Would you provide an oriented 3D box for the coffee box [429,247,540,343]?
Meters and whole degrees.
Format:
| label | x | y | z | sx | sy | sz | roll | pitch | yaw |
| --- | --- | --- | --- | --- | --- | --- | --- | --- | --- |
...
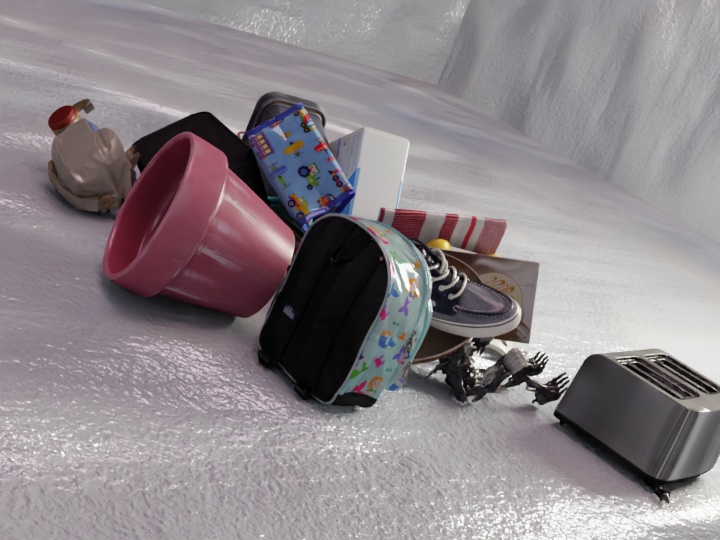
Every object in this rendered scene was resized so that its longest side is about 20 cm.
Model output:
| label | x | y | z | sx | sy | sz | roll | pitch | yaw |
| --- | --- | --- | --- | --- | --- | --- | --- | --- | --- |
| coffee box | 0.138 | 0.031 | 1.571 | 0.198 | 0.115 | 0.080 | 9 | 0 | 0 |

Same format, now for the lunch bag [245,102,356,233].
| label | x | y | z | sx | sy | sz | roll | pitch | yaw |
| --- | --- | --- | --- | --- | --- | --- | --- | --- | --- |
| lunch bag | -0.092 | -0.126 | 1.634 | 0.151 | 0.094 | 0.200 | 59 | -12 | 6 |

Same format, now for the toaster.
| label | x | y | z | sx | sy | sz | roll | pitch | yaw |
| --- | --- | --- | --- | --- | --- | --- | --- | --- | --- |
| toaster | 0.381 | 0.189 | 1.480 | 0.200 | 0.119 | 0.180 | 35 | 22 | 36 |

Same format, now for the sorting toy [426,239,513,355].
| label | x | y | z | sx | sy | sz | roll | pitch | yaw |
| --- | --- | --- | --- | --- | --- | --- | --- | --- | --- |
| sorting toy | 0.158 | 0.059 | 1.687 | 0.199 | 0.107 | 0.181 | 14 | 37 | -24 |

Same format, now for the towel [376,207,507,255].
| label | x | y | z | sx | sy | sz | roll | pitch | yaw |
| --- | --- | --- | --- | --- | --- | --- | --- | --- | --- |
| towel | 0.112 | -0.032 | 1.740 | 0.198 | 0.145 | 0.023 | 5 | 45 | -12 |

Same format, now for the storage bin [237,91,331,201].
| label | x | y | z | sx | sy | sz | roll | pitch | yaw |
| --- | --- | --- | --- | --- | --- | --- | --- | --- | --- |
| storage bin | -0.131 | -0.165 | 1.827 | 0.145 | 0.201 | 0.135 | 12 | 28 | -26 |

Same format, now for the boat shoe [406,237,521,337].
| label | x | y | z | sx | sy | sz | roll | pitch | yaw |
| --- | --- | --- | --- | --- | --- | --- | --- | --- | --- |
| boat shoe | 0.100 | 0.018 | 1.398 | 0.198 | 0.093 | 0.075 | 9 | 44 | 14 |

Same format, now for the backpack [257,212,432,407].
| label | x | y | z | sx | sy | sz | roll | pitch | yaw |
| --- | --- | --- | --- | --- | --- | --- | --- | --- | --- |
| backpack | -0.008 | 0.040 | 1.311 | 0.150 | 0.201 | 0.177 | 5 | 23 | -44 |

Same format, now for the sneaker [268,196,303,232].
| label | x | y | z | sx | sy | sz | roll | pitch | yaw |
| --- | --- | --- | --- | --- | --- | --- | --- | --- | --- |
| sneaker | -0.109 | -0.075 | 1.749 | 0.199 | 0.080 | 0.078 | 22 | 16 | -2 |

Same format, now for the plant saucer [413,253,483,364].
| label | x | y | z | sx | sy | sz | roll | pitch | yaw |
| --- | --- | --- | --- | --- | --- | --- | --- | --- | --- |
| plant saucer | 0.065 | 0.051 | 1.462 | 0.198 | 0.035 | 0.201 | -3 | 44 | 3 |

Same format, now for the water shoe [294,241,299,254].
| label | x | y | z | sx | sy | sz | roll | pitch | yaw |
| --- | --- | --- | --- | --- | --- | --- | --- | --- | --- |
| water shoe | -0.126 | -0.025 | 1.576 | 0.199 | 0.079 | 0.071 | 10 | 20 | -34 |

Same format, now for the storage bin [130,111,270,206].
| label | x | y | z | sx | sy | sz | roll | pitch | yaw |
| --- | --- | --- | --- | --- | --- | --- | --- | --- | --- |
| storage bin | -0.235 | -0.139 | 1.659 | 0.135 | 0.094 | 0.200 | -28 | 37 | -16 |

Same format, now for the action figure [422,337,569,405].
| label | x | y | z | sx | sy | sz | roll | pitch | yaw |
| --- | --- | --- | --- | --- | --- | --- | --- | --- | --- |
| action figure | 0.171 | 0.117 | 1.474 | 0.199 | 0.102 | 0.119 | 13 | 30 | -33 |

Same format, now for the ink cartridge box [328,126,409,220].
| label | x | y | z | sx | sy | sz | roll | pitch | yaw |
| --- | --- | --- | --- | --- | --- | --- | --- | --- | --- |
| ink cartridge box | -0.011 | -0.133 | 1.809 | 0.084 | 0.146 | 0.200 | 14 | -10 | -21 |

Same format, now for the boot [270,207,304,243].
| label | x | y | z | sx | sy | sz | roll | pitch | yaw |
| --- | --- | --- | --- | --- | --- | --- | --- | --- | --- |
| boot | -0.171 | -0.070 | 1.685 | 0.199 | 0.074 | 0.075 | 32 | 26 | 23 |

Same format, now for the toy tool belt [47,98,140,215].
| label | x | y | z | sx | sy | sz | roll | pitch | yaw |
| --- | --- | --- | --- | --- | --- | --- | --- | --- | --- |
| toy tool belt | -0.379 | -0.147 | 1.625 | 0.200 | 0.125 | 0.123 | 47 | -8 | 49 |

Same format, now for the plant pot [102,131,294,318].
| label | x | y | z | sx | sy | sz | roll | pitch | yaw |
| --- | --- | --- | --- | --- | --- | --- | --- | --- | --- |
| plant pot | -0.186 | -0.038 | 1.384 | 0.178 | 0.201 | 0.200 | 31 | 11 | -26 |
